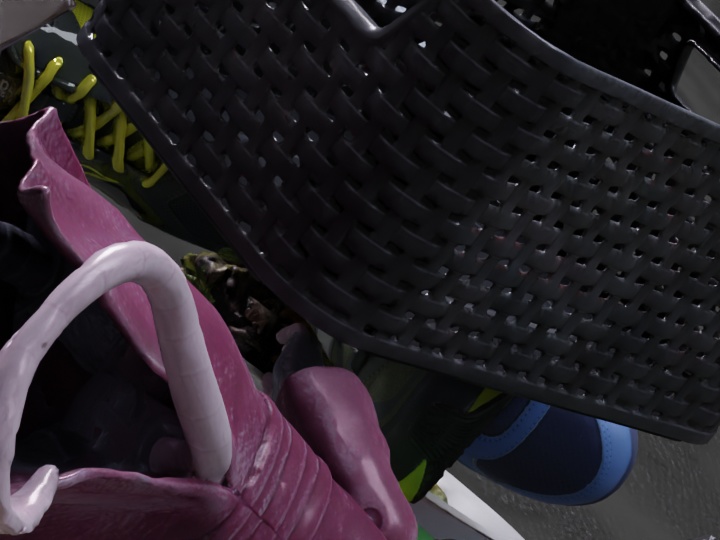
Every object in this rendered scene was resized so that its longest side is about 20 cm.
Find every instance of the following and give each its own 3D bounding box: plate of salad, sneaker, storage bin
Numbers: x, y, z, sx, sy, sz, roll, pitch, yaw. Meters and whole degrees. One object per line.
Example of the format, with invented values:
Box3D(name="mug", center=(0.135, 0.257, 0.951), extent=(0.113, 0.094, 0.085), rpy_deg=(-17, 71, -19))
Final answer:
Box3D(name="plate of salad", center=(-0.015, 0.031, 0.952), extent=(0.200, 0.048, 0.200), rpy_deg=(37, 1, -1))
Box3D(name="sneaker", center=(0.027, 0.029, 1.122), extent=(0.200, 0.074, 0.082), rpy_deg=(41, 17, -2))
Box3D(name="sneaker", center=(-0.102, -0.059, 0.963), extent=(0.200, 0.075, 0.085), rpy_deg=(32, 25, 6))
Box3D(name="sneaker", center=(0.000, 0.000, 0.852), extent=(0.081, 0.074, 0.200), rpy_deg=(35, 15, -23))
Box3D(name="storage bin", center=(0.038, -0.041, 0.759), extent=(0.200, 0.094, 0.135), rpy_deg=(19, 25, -50))

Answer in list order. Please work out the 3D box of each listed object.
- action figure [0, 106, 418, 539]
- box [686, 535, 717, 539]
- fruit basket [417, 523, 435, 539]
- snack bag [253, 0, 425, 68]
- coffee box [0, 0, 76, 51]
Box3D(name="action figure", center=(-0.032, 0.047, 0.637), extent=(0.200, 0.134, 0.149), rpy_deg=(43, -25, -29))
Box3D(name="box", center=(0.103, 0.186, 0.815), extent=(0.143, 0.036, 0.201), rpy_deg=(-4, 82, -79))
Box3D(name="fruit basket", center=(-0.012, 0.108, 0.824), extent=(0.185, 0.094, 0.200), rpy_deg=(43, 0, -22))
Box3D(name="snack bag", center=(-0.063, -0.097, 0.998), extent=(0.200, 0.188, 0.021), rpy_deg=(49, 55, -20))
Box3D(name="coffee box", center=(-0.167, -0.056, 0.562), extent=(0.200, 0.080, 0.115), rpy_deg=(-36, 101, -49))
